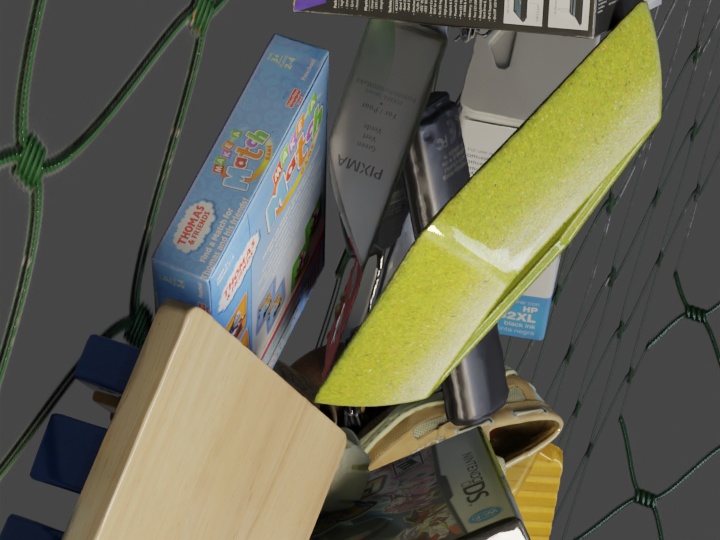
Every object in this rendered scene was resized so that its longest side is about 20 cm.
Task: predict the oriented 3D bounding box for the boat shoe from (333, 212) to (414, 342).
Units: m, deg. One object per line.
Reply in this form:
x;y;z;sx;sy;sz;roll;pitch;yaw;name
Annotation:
0.033;0.013;1.933;0.074;0.067;0.200;37;73;-78;boat shoe

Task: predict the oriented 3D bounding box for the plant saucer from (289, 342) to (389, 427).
-0.012;0.145;1.830;0.200;0.034;0.201;-21;117;-51;plant saucer

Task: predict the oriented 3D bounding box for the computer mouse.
0.000;0.000;1.770;0.059;0.034;0.200;-17;115;-67;computer mouse

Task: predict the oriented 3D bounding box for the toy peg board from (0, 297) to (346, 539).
-0.117;0.128;1.428;0.200;0.098;0.199;-68;153;-13;toy peg board

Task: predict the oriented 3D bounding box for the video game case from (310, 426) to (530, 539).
-0.013;0.154;1.586;0.181;0.200;0.026;-109;176;-77;video game case

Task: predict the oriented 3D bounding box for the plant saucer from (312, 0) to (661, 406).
0.077;-0.020;1.539;0.200;0.048;0.200;-46;174;-33;plant saucer

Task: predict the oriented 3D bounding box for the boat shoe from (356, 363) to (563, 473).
0.055;0.114;1.808;0.200;0.076;0.072;-33;145;-45;boat shoe

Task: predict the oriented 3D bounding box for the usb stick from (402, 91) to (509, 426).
0.054;-0.005;1.766;0.055;0.033;0.200;-35;120;-53;usb stick

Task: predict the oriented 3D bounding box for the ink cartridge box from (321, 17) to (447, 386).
-0.004;-0.049;1.642;0.161;0.050;0.200;-83;-166;-81;ink cartridge box

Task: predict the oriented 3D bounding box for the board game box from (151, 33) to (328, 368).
-0.060;-0.004;1.550;0.200;0.037;0.151;94;19;-57;board game box

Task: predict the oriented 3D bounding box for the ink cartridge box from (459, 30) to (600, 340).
0.107;-0.075;2.034;0.200;0.084;0.145;97;6;-46;ink cartridge box

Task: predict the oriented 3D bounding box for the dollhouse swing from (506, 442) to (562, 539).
0.050;0.230;2.159;0.200;0.181;0.176;95;-1;-53;dollhouse swing

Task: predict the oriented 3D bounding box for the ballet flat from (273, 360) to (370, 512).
-0.032;0.100;1.635;0.200;0.072;0.068;-108;-139;-80;ballet flat

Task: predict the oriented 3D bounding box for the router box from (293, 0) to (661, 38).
0.067;-0.162;1.568;0.200;0.157;0.052;-33;128;-72;router box

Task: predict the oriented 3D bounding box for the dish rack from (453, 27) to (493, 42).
0.092;-0.234;1.844;0.200;0.054;0.154;-50;155;-56;dish rack
